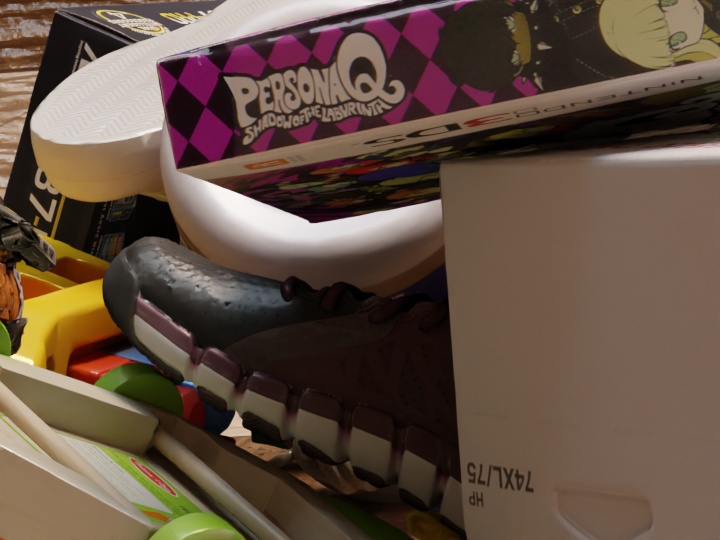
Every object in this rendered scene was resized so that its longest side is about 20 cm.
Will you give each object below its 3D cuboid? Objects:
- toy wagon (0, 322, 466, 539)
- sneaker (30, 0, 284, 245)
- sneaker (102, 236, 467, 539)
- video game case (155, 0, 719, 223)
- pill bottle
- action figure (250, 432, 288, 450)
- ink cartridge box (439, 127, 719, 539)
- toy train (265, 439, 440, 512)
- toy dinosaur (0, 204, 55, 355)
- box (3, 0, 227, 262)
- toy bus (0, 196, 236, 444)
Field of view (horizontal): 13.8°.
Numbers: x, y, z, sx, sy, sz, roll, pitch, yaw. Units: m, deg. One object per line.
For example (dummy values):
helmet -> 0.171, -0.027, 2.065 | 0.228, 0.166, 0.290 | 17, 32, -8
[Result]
toy wagon -> -0.042, 0.071, 0.855 | 0.200, 0.040, 0.155 | 23, 9, -40
sneaker -> -0.054, -0.032, 1.133 | 0.073, 0.116, 0.200 | 13, 25, 27
sneaker -> 0.028, 0.010, 0.903 | 0.199, 0.116, 0.076 | 28, 12, 6
video game case -> 0.051, -0.052, 0.846 | 0.180, 0.036, 0.200 | -11, -5, 8
pill bottle -> 0.000, 0.000, 1.070 | 0.115, 0.116, 0.200 | -4, -30, 6
action figure -> 0.035, 0.041, 1.208 | 0.199, 0.119, 0.055 | 8, 36, 23
ink cartridge box -> 0.145, 0.031, 0.808 | 0.199, 0.147, 0.147 | -8, 5, -30
toy train -> 0.067, 0.066, 0.979 | 0.115, 0.085, 0.200 | 21, 27, 37
toy dinosaur -> -0.168, -0.012, 0.883 | 0.135, 0.103, 0.200 | -8, -37, 12
box -> -0.093, -0.011, 1.230 | 0.049, 0.201, 0.161 | 23, 16, 23
toy bus -> -0.137, 0.053, 1.041 | 0.191, 0.136, 0.200 | 16, 15, 24
